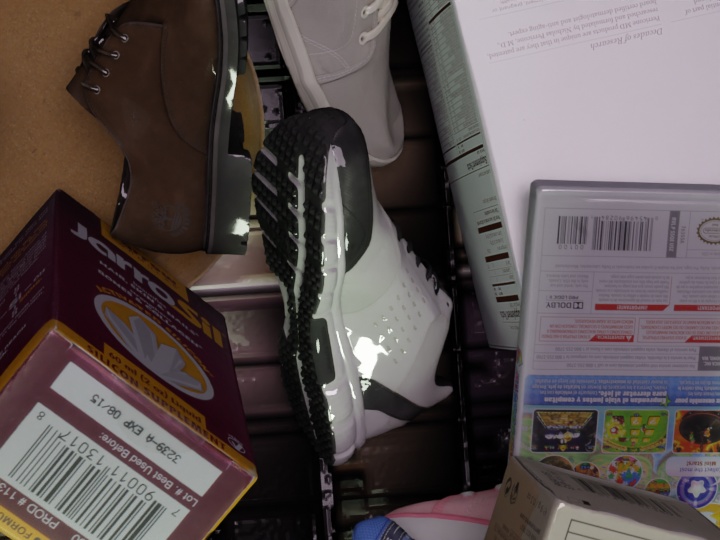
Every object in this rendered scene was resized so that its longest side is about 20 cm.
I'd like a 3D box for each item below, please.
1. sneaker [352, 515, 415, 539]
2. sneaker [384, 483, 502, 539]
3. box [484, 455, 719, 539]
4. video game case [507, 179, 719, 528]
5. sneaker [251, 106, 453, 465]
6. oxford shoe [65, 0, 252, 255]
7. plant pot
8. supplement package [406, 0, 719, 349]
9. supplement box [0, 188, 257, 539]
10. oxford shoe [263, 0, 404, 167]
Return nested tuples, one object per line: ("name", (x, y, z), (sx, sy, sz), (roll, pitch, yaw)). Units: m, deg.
("sneaker", (-0.039, 0.191, 1.070), (0.200, 0.077, 0.085), (-39, 82, 8))
("sneaker", (0.106, 0.122, 1.101), (0.199, 0.076, 0.105), (3, 48, 16))
("box", (0.084, 0.192, 0.957), (0.094, 0.078, 0.201), (17, 96, -14))
("video game case", (0.138, 0.061, 0.992), (0.142, 0.018, 0.201), (1, 104, -9))
("sneaker", (0.000, 0.000, 1.055), (0.080, 0.201, 0.074), (-21, 46, -16))
("oxford shoe", (-0.092, -0.101, 1.015), (0.084, 0.073, 0.201), (-1, 108, -7))
("plant pot", (-0.146, -0.067, 1.070), (0.199, 0.028, 0.201), (-3, 108, -9))
("supplement package", (0.137, -0.081, 1.066), (0.190, 0.147, 0.201), (-13, 90, -6))
("supplement box", (-0.119, 0.053, 0.992), (0.110, 0.200, 0.086), (38, 100, -17))
("oxford shoe", (-0.009, -0.133, 1.053), (0.057, 0.075, 0.201), (-8, 125, 19))
